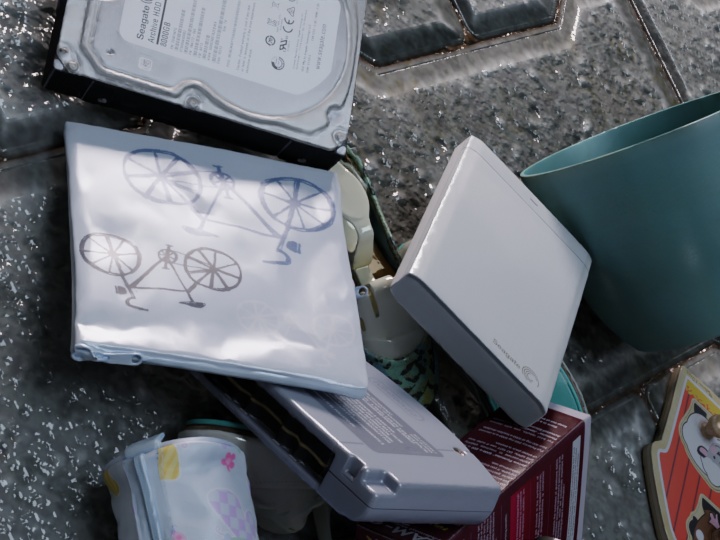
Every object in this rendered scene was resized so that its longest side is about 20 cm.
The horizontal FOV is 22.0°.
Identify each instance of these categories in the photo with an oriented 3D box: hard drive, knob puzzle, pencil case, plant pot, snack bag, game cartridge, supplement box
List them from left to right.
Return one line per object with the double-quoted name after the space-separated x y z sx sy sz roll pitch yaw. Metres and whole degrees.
-0.093 0.194 1.027 0.091 0.083 0.201 20 54 -49 "pencil case"
-0.096 -0.157 1.200 0.199 0.038 0.141 16 66 -18 "hard drive"
-0.086 -0.005 1.118 0.188 0.021 0.201 10 43 -21 "snack bag"
-0.013 0.089 1.118 0.133 0.041 0.200 6 26 -46 "game cartridge"
0.074 0.171 1.187 0.200 0.061 0.109 -32 131 -49 "supplement box"
0.094 0.002 1.268 0.132 0.027 0.200 45 32 -12 "hard drive"
0.241 -0.033 1.414 0.200 0.200 0.162 -27 99 -49 "plant pot"
0.296 0.196 1.453 0.219 0.030 0.221 23 54 -35 "knob puzzle"

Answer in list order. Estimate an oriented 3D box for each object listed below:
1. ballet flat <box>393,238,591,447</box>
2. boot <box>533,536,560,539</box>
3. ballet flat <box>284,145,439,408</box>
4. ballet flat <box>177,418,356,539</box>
0.093 0.056 1.308 0.067 0.064 0.200 -39 99 -4 "ballet flat"
0.096 0.282 1.167 0.174 0.069 0.201 -50 134 -32 "boot"
0.000 0.000 1.237 0.074 0.074 0.201 -16 76 -48 "ballet flat"
-0.028 0.136 1.148 0.199 0.069 0.070 14 58 -40 "ballet flat"
